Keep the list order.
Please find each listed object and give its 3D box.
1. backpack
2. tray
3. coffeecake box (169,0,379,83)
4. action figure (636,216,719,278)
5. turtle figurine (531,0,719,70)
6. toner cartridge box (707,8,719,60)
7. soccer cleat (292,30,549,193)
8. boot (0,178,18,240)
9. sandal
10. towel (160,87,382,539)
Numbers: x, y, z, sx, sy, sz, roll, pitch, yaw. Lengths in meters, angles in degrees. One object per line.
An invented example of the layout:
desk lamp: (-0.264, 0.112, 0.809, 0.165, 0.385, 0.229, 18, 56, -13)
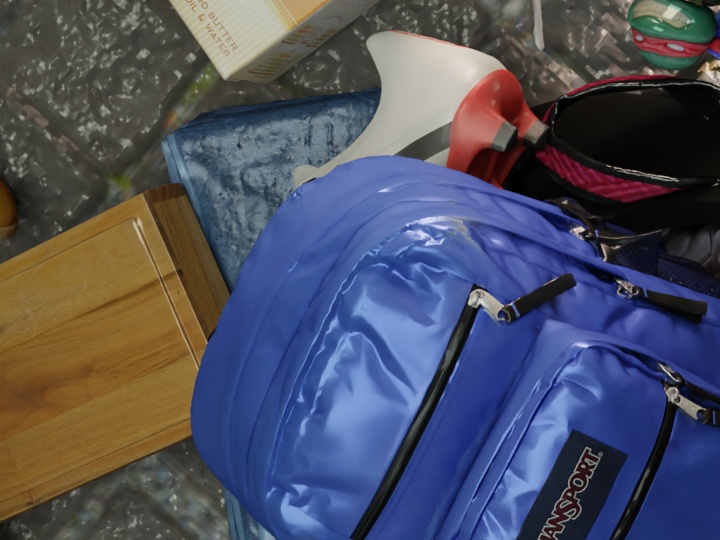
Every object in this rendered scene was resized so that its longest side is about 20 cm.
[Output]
backpack: (0.053, 0.049, 1.061, 0.199, 0.168, 0.163, 24, 93, -23)
tray: (-0.142, 0.048, 1.237, 0.200, 0.037, 0.099, -25, 87, 29)
coffeecake box: (-0.012, -0.197, 1.198, 0.200, 0.073, 0.154, -36, 84, 12)
action figure: (0.174, 0.036, 1.176, 0.200, 0.069, 0.130, 45, 109, 11)
turtle figurine: (0.125, -0.146, 1.113, 0.149, 0.101, 0.201, 12, 105, 12)
toner cartridge box: (0.243, -0.074, 1.162, 0.200, 0.043, 0.095, 35, 99, 9)
soccer cleat: (0.000, 0.000, 1.169, 0.085, 0.069, 0.201, 30, 102, 24)
boot: (-0.207, -0.115, 1.246, 0.201, 0.071, 0.144, 31, 107, 16)
sandal: (0.116, -0.050, 1.158, 0.199, 0.045, 0.075, -3, 55, 34)
towel: (-0.014, 0.026, 1.225, 0.111, 0.049, 0.201, -9, 91, 13)
